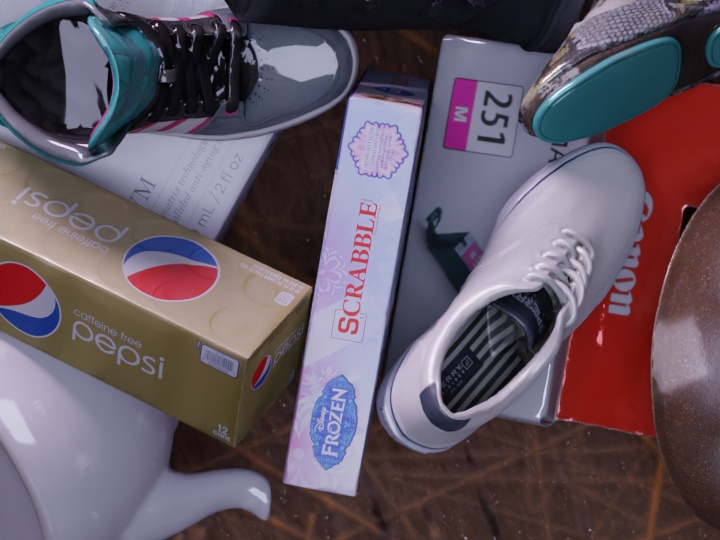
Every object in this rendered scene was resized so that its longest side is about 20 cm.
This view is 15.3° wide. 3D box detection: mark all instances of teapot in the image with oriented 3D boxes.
[{"bbox_3d":[-0.171,0.061,1.475,0.146,0.197,0.201,-38,123,-28],"label":"teapot"}]

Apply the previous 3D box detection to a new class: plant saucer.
[{"bbox_3d":[0.226,0.044,1.437,0.037,0.200,0.201,6,101,40],"label":"plant saucer"}]

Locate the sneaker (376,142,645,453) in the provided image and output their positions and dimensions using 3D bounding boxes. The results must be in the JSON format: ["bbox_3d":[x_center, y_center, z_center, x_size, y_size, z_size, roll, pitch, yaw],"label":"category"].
[{"bbox_3d":[0.090,0.014,1.363,0.073,0.071,0.200,43,69,-15],"label":"sneaker"}]

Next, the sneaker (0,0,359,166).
[{"bbox_3d":[-0.101,-0.099,1.335,0.199,0.121,0.084,-4,98,2],"label":"sneaker"}]

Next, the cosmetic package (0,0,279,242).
[{"bbox_3d":[-0.125,-0.133,1.455,0.199,0.123,0.200,29,98,-1],"label":"cosmetic package"}]

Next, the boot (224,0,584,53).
[{"bbox_3d":[0.036,-0.195,1.351,0.199,0.066,0.165,6,112,-28],"label":"boot"}]

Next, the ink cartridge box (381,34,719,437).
[{"bbox_3d":[0.114,-0.016,1.436,0.173,0.044,0.201,9,85,17],"label":"ink cartridge box"}]

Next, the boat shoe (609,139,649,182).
[{"bbox_3d":[0.090,0.005,1.494,0.071,0.064,0.200,35,98,-3],"label":"boat shoe"}]

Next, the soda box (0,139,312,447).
[{"bbox_3d":[-0.128,0.008,1.365,0.199,0.068,0.064,26,133,16],"label":"soda box"}]

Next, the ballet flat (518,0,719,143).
[{"bbox_3d":[0.161,-0.126,1.407,0.200,0.072,0.072,-22,97,-14],"label":"ballet flat"}]

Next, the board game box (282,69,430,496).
[{"bbox_3d":[0.000,0.000,1.429,0.041,0.200,0.200,10,98,1],"label":"board game box"}]
